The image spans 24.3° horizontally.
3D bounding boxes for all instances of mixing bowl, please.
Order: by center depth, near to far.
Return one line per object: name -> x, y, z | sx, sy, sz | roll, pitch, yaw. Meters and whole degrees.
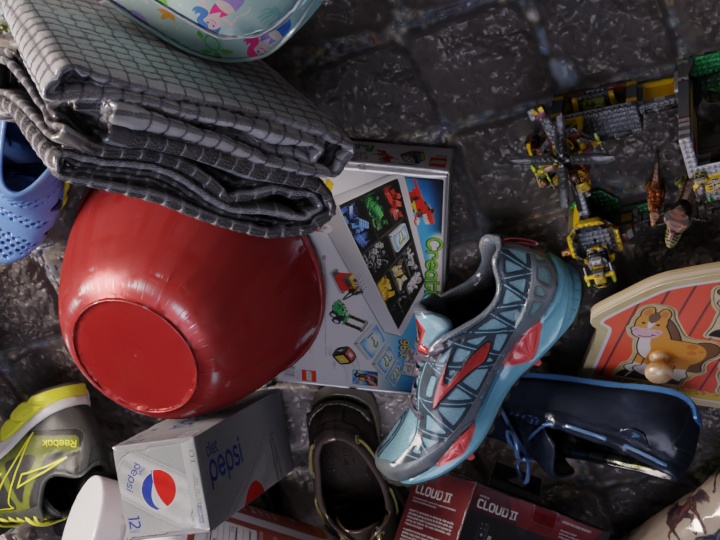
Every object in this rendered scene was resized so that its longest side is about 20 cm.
mixing bowl -> -0.136, 0.029, 1.170 | 0.199, 0.109, 0.201 | 13, 128, 17

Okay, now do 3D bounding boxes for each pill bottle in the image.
pill bottle -> -0.124, 0.226, 1.282 | 0.199, 0.113, 0.112 | 21, 128, -21

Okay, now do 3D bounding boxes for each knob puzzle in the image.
knob puzzle -> 0.253, 0.053, 1.140 | 0.218, 0.031, 0.220 | 6, 149, 4

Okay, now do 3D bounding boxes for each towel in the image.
towel -> -0.125, -0.093, 1.026 | 0.199, 0.166, 0.086 | 11, 111, -31

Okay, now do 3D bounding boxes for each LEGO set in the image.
LEGO set -> 0.202, -0.052, 1.069 | 0.199, 0.116, 0.155 | -4, 125, 13

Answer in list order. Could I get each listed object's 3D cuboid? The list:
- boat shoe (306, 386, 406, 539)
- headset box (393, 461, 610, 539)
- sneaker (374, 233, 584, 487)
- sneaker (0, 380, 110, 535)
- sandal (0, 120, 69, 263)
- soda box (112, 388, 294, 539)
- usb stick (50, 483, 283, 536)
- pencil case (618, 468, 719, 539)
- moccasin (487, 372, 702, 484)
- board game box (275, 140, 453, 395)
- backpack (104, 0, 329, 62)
boat shoe -> -0.002, 0.183, 1.312 | 0.071, 0.060, 0.201 | -4, 125, 11
headset box -> 0.092, 0.246, 1.253 | 0.148, 0.201, 0.077 | 23, 170, -35
sneaker -> 0.062, 0.057, 1.172 | 0.095, 0.079, 0.200 | 34, 96, -27
sneaker -> -0.268, 0.174, 1.321 | 0.074, 0.085, 0.200 | -4, 144, -47
sandal -> -0.232, -0.077, 1.147 | 0.079, 0.087, 0.201 | 20, 128, -8
soda box -> -0.109, 0.137, 1.208 | 0.063, 0.200, 0.069 | -9, 93, 15
usb stick -> -0.160, 0.193, 1.365 | 0.199, 0.033, 0.056 | -6, 132, 14
pencil case -> 0.271, 0.195, 1.266 | 0.078, 0.089, 0.200 | 50, 122, 8
moccasin -> 0.142, 0.115, 1.203 | 0.199, 0.069, 0.080 | -1, 156, 32
board game box -> 0.000, 0.000, 1.194 | 0.125, 0.035, 0.201 | 6, 127, 6
backpack -> -0.079, -0.222, 0.983 | 0.177, 0.151, 0.200 | 32, 130, -15
